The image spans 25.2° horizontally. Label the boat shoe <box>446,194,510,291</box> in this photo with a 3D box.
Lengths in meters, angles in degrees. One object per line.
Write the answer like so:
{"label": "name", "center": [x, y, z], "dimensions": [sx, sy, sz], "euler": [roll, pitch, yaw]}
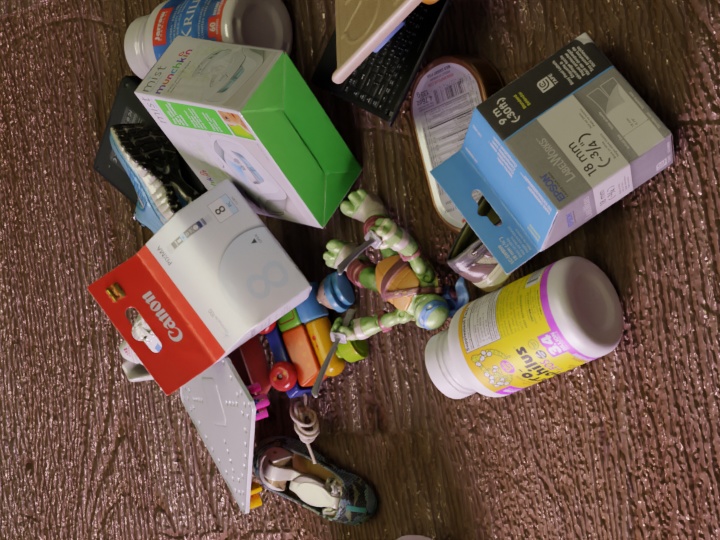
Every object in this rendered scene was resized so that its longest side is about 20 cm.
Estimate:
{"label": "boat shoe", "center": [0.154, -0.077, 1.620], "dimensions": [0.201, 0.066, 0.072], "euler": [-62, 30, 5]}

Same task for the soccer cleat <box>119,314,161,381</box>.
{"label": "soccer cleat", "center": [-0.250, 0.075, 1.968], "dimensions": [0.070, 0.086, 0.200], "euler": [61, 154, 30]}

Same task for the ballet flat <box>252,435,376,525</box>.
{"label": "ballet flat", "center": [-0.070, 0.242, 1.881], "dimensions": [0.200, 0.074, 0.074], "euler": [15, 104, 39]}

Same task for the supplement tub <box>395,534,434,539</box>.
{"label": "supplement tub", "center": [0.029, 0.398, 1.757], "dimensions": [0.140, 0.140, 0.200], "euler": [54, 125, 25]}

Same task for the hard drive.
{"label": "hard drive", "center": [-0.252, -0.139, 2.035], "dimensions": [0.200, 0.033, 0.140], "euler": [39, 117, 33]}

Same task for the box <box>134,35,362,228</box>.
{"label": "box", "center": [-0.124, -0.158, 1.806], "dimensions": [0.176, 0.200, 0.097], "euler": [14, 61, 39]}

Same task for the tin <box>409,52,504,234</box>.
{"label": "tin", "center": [0.112, -0.133, 1.709], "dimensions": [0.112, 0.042, 0.200], "euler": [-21, 79, 45]}

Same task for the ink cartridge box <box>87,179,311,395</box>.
{"label": "ink cartridge box", "center": [-0.180, 0.017, 1.791], "dimensions": [0.160, 0.200, 0.047], "euler": [52, 165, 11]}

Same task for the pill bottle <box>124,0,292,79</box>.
{"label": "pill bottle", "center": [-0.186, -0.273, 1.911], "dimensions": [0.200, 0.112, 0.113], "euler": [-2, 92, 41]}

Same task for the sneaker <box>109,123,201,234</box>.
{"label": "sneaker", "center": [-0.261, -0.096, 1.974], "dimensions": [0.090, 0.078, 0.200], "euler": [-49, 63, 37]}

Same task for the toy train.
{"label": "toy train", "center": [-0.039, 0.107, 1.843], "dimensions": [0.116, 0.085, 0.200], "euler": [-26, 78, 25]}

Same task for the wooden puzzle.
{"label": "wooden puzzle", "center": [0.038, -0.307, 1.669], "dimensions": [0.185, 0.046, 0.200], "euler": [-41, 34, 40]}

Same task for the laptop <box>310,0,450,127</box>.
{"label": "laptop", "center": [0.025, -0.256, 1.708], "dimensions": [0.200, 0.103, 0.178], "euler": [31, 99, 35]}

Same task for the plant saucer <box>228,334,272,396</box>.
{"label": "plant saucer", "center": [-0.162, 0.085, 1.927], "dimensions": [0.200, 0.037, 0.200], "euler": [69, 157, 13]}

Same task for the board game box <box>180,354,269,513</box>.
{"label": "board game box", "center": [-0.161, 0.150, 1.883], "dimensions": [0.200, 0.026, 0.200], "euler": [56, 152, 38]}

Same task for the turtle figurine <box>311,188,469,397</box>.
{"label": "turtle figurine", "center": [0.000, 0.000, 1.727], "dimensions": [0.194, 0.200, 0.144], "euler": [-125, 17, -53]}

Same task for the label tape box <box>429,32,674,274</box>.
{"label": "label tape box", "center": [0.182, -0.114, 1.560], "dimensions": [0.200, 0.063, 0.144], "euler": [-35, 66, -2]}

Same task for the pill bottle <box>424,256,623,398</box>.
{"label": "pill bottle", "center": [0.161, 0.066, 1.636], "dimensions": [0.200, 0.104, 0.104], "euler": [-28, 75, 40]}
